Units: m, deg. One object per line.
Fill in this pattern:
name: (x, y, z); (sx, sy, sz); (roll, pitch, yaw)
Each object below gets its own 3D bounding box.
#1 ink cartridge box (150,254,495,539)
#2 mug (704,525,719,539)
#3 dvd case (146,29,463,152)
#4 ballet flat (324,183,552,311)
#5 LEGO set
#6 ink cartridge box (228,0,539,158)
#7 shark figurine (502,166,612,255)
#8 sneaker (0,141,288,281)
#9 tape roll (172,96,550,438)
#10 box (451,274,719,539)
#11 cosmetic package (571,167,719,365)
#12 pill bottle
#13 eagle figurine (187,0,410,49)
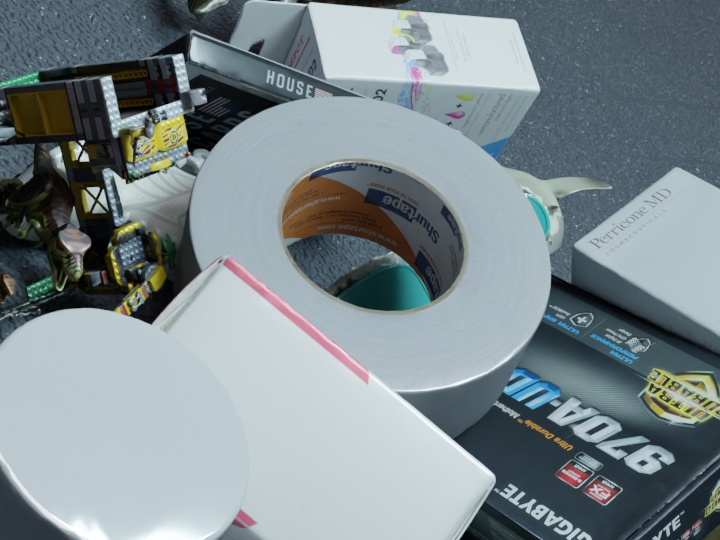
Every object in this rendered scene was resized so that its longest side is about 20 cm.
ink cartridge box: (-0.042, 0.087, 0.682); (0.146, 0.200, 0.083); (39, 73, -1)
mug: (0.217, 0.118, 0.953); (0.148, 0.154, 0.187); (-16, 42, -9)
dvd case: (-0.058, -0.086, 0.954); (0.199, 0.150, 0.025); (16, 70, -33)
ballet flat: (0.038, 0.011, 0.980); (0.199, 0.072, 0.072); (-29, 68, -24)
LEGO set: (-0.148, -0.028, 0.734); (0.199, 0.115, 0.155); (-15, 103, -51)
ink cartridge box: (0.006, -0.118, 1.053); (0.199, 0.115, 0.068); (1, 56, -22)
shark figurine: (0.116, -0.012, 1.116); (0.127, 0.090, 0.215); (5, 23, 7)
sneaker: (-0.118, -0.030, 0.889); (0.199, 0.075, 0.081); (-2, 59, -47)
tape roll: (0.000, 0.000, 0.838); (0.199, 0.066, 0.201); (9, 50, -10)
box: (0.113, 0.088, 0.849); (0.159, 0.046, 0.200); (-34, 40, -23)
cosmetic package: (0.225, 0.028, 0.883); (0.101, 0.074, 0.200); (-35, 49, -26)
pill bottle: (-0.126, 0.109, 0.554); (0.113, 0.200, 0.114); (22, 41, -21)
eagle figurine: (-0.020, -0.203, 1.117); (0.199, 0.152, 0.152); (19, 9, -26)
